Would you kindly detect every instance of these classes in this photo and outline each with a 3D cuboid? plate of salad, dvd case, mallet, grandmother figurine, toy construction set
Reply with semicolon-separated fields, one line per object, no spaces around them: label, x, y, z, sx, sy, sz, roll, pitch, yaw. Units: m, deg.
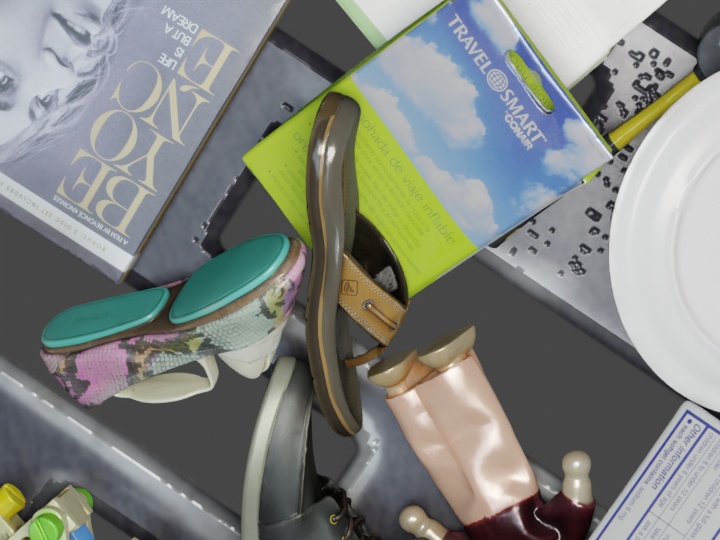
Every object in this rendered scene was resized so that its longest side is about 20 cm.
plate of salad;0.223;-0.020;1.519;0.199;0.048;0.201;-4;105;-15
dvd case;-0.149;-0.115;1.616;0.148;0.016;0.200;32;101;2
mallet;0.144;-0.074;1.555;0.200;0.066;0.041;-38;93;11
grandmother figurine;0.082;0.132;1.601;0.121;0.061;0.201;-21;98;38
toy construction set;-0.204;0.202;1.636;0.200;0.092;0.131;-42;91;0

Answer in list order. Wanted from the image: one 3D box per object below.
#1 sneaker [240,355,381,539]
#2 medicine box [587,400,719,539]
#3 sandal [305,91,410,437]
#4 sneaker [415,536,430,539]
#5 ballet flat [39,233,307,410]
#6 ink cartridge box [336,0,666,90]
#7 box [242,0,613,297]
sneaker;-0.013;0.146;1.610;0.106;0.075;0.201;5;108;4
medicine box;0.209;0.204;1.507;0.200;0.103;0.182;35;89;35
sandal;0.000;0.000;1.534;0.054;0.082;0.201;3;111;4
sneaker;0.036;0.249;1.554;0.087;0.074;0.201;-21;98;-10
ballet flat;-0.092;0.035;1.587;0.199;0.069;0.071;-20;117;35
ink cartridge box;0.093;-0.176;1.557;0.200;0.048;0.146;-40;91;11
box;0.041;-0.068;1.537;0.200;0.048;0.122;-34;95;38
